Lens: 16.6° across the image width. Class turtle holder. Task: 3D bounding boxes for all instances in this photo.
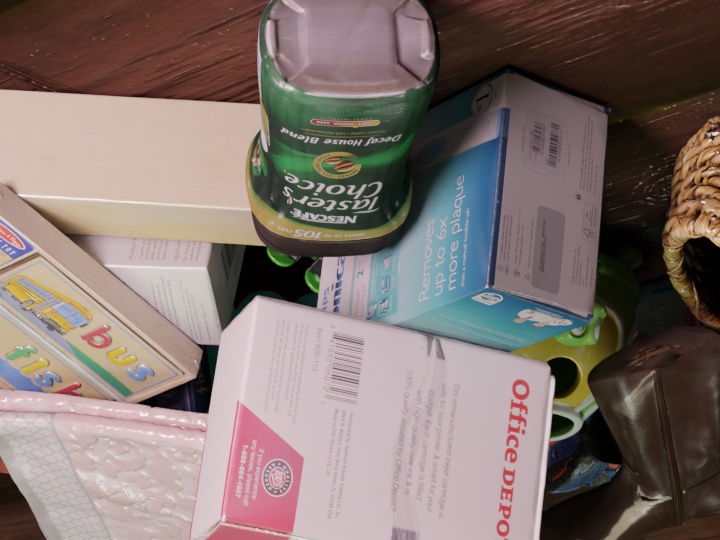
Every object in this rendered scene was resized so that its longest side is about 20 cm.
[{"bbox_3d":[0.139,0.044,1.738,0.141,0.132,0.185,21,155,-34],"label":"turtle holder"}]

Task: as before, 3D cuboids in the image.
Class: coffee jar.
[{"bbox_3d":[-0.014,-0.084,1.466,0.104,0.086,0.200,-1,152,-6],"label":"coffee jar"}]

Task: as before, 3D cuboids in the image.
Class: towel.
[{"bbox_3d":[-0.154,0.155,1.721,0.191,0.032,0.200,6,146,17],"label":"towel"}]

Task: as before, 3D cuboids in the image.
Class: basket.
[{"bbox_3d":[0.263,0.005,1.577,0.142,0.149,0.200,2,160,9],"label":"basket"}]

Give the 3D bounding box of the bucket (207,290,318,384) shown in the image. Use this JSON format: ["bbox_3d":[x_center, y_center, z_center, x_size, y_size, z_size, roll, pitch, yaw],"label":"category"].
[{"bbox_3d":[-0.069,0.115,1.851,0.207,0.207,0.135,2,115,9],"label":"bucket"}]

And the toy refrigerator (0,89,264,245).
[{"bbox_3d":[-0.142,-0.065,1.605,0.199,0.076,0.070,3,160,5],"label":"toy refrigerator"}]

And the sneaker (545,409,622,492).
[{"bbox_3d":[0.202,0.116,1.843,0.078,0.076,0.200,-3,167,-25],"label":"sneaker"}]

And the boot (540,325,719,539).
[{"bbox_3d":[0.174,0.124,1.705,0.186,0.064,0.200,-19,140,3],"label":"boot"}]

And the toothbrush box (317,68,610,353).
[{"bbox_3d":[0.061,-0.022,1.564,0.085,0.147,0.200,18,157,-28],"label":"toothbrush box"}]

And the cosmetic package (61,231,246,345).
[{"bbox_3d":[-0.186,-0.017,1.678,0.199,0.108,0.085,2,139,11],"label":"cosmetic package"}]

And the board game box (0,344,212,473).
[{"bbox_3d":[-0.201,0.086,1.748,0.200,0.035,0.136,4,121,19],"label":"board game box"}]

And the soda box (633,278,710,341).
[{"bbox_3d":[0.191,0.058,1.861,0.068,0.064,0.200,23,154,-39],"label":"soda box"}]

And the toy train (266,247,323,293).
[{"bbox_3d":[0.000,0.000,1.678,0.200,0.056,0.042,37,136,-6],"label":"toy train"}]

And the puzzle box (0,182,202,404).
[{"bbox_3d":[-0.218,0.029,1.637,0.133,0.025,0.200,-24,129,33],"label":"puzzle box"}]

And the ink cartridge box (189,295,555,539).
[{"bbox_3d":[0.008,0.114,1.525,0.200,0.147,0.083,14,159,-15],"label":"ink cartridge box"}]
